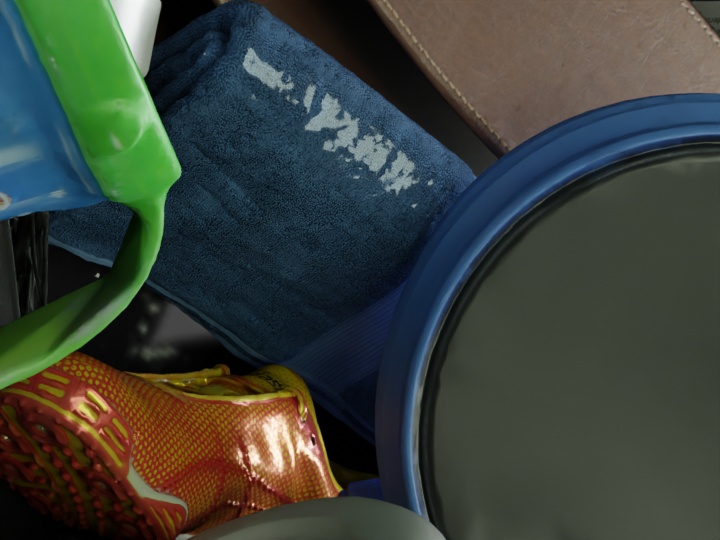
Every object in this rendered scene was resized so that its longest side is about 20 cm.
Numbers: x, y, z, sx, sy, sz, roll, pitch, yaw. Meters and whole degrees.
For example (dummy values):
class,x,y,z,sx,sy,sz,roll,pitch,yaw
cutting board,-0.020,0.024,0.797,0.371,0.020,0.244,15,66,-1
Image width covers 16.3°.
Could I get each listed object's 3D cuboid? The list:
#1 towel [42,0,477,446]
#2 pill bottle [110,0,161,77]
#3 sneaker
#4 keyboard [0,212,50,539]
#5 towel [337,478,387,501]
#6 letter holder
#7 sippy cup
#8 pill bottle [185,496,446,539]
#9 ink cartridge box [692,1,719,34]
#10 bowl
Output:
class,x,y,z,sx,sy,sz,roll,pitch,yaw
towel,0.000,0.000,0.815,0.200,0.111,0.049,37,43,-26
pill bottle,-0.087,-0.162,0.743,0.111,0.111,0.201,10,89,-35
sneaker,-0.056,0.055,0.790,0.078,0.073,0.200,-66,153,-10
keyboard,-0.132,0.028,0.763,0.104,0.040,0.201,-28,130,-39
towel,0.095,0.094,0.849,0.199,0.024,0.145,-12,140,0
letter holder,0.026,-0.057,0.842,0.200,0.100,0.142,44,72,-30
sippy cup,-0.129,-0.060,0.626,0.130,0.140,0.179,-23,76,-3
pill bottle,-0.001,0.174,0.721,0.112,0.112,0.201,-28,110,-30
ink cartridge box,0.154,0.021,0.947,0.146,0.086,0.201,32,75,-33
bowl,0.104,0.047,0.769,0.199,0.039,0.202,0,100,-2
